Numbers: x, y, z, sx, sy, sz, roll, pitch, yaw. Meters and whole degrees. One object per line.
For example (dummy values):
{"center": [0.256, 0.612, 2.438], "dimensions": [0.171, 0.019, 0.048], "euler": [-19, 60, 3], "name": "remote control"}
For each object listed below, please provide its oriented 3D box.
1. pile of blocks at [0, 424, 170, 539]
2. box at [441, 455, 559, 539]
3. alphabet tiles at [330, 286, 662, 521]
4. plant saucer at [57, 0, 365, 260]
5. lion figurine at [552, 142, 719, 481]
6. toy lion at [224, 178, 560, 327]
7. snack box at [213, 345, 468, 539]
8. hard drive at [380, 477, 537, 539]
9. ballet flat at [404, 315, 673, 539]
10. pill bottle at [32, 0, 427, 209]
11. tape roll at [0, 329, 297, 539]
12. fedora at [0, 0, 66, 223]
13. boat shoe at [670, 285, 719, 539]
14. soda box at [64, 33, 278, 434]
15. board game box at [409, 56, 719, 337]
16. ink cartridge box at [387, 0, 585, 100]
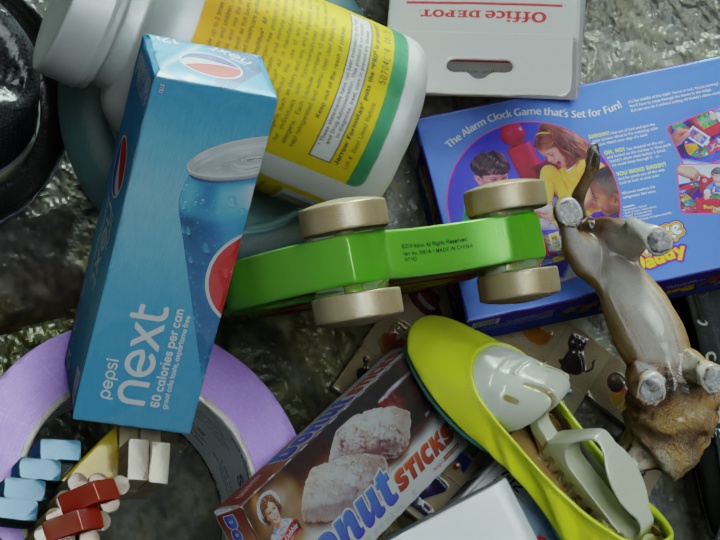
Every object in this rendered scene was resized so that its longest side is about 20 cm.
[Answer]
{"center": [-0.173, 0.136, 1.358], "dimensions": [0.082, 0.062, 0.200], "euler": [41, 64, -4], "name": "pile of blocks"}
{"center": [0.132, 0.197, 1.529], "dimensions": [0.200, 0.035, 0.110], "euler": [46, 64, -2], "name": "box"}
{"center": [0.086, 0.094, 1.568], "dimensions": [0.200, 0.008, 0.167], "euler": [38, 65, -5], "name": "alphabet tiles"}
{"center": [-0.075, -0.099, 1.499], "dimensions": [0.200, 0.027, 0.200], "euler": [1, 88, -17], "name": "plant saucer"}
{"center": [0.159, 0.026, 1.496], "dimensions": [0.072, 0.122, 0.200], "euler": [-16, 88, -2], "name": "lion figurine"}
{"center": [0.000, 0.000, 1.445], "dimensions": [0.200, 0.192, 0.069], "euler": [-7, 86, -44], "name": "toy lion"}
{"center": [-0.008, 0.116, 1.457], "dimensions": [0.200, 0.024, 0.072], "euler": [-40, 108, -50], "name": "snack box"}
{"center": [0.069, 0.237, 1.474], "dimensions": [0.132, 0.027, 0.200], "euler": [-27, 91, -5], "name": "hard drive"}
{"center": [0.109, 0.095, 1.494], "dimensions": [0.200, 0.067, 0.067], "euler": [51, 48, 1], "name": "ballet flat"}
{"center": [-0.074, -0.111, 1.427], "dimensions": [0.200, 0.113, 0.113], "euler": [21, 67, -16], "name": "pill bottle"}
{"center": [-0.131, 0.132, 1.445], "dimensions": [0.200, 0.066, 0.200], "euler": [6, 71, -19], "name": "tape roll"}
{"center": [-0.252, -0.116, 1.461], "dimensions": [0.200, 0.092, 0.201], "euler": [6, 71, -19], "name": "fedora"}
{"center": [0.212, 0.082, 1.582], "dimensions": [0.057, 0.069, 0.200], "euler": [7, 58, -12], "name": "boat shoe"}
{"center": [-0.102, -0.018, 1.367], "dimensions": [0.068, 0.064, 0.200], "euler": [9, 113, -15], "name": "soda box"}
{"center": [0.142, -0.044, 1.577], "dimensions": [0.200, 0.045, 0.135], "euler": [-11, 73, -7], "name": "board game box"}
{"center": [0.079, -0.170, 1.574], "dimensions": [0.117, 0.067, 0.200], "euler": [2, 58, 6], "name": "ink cartridge box"}
